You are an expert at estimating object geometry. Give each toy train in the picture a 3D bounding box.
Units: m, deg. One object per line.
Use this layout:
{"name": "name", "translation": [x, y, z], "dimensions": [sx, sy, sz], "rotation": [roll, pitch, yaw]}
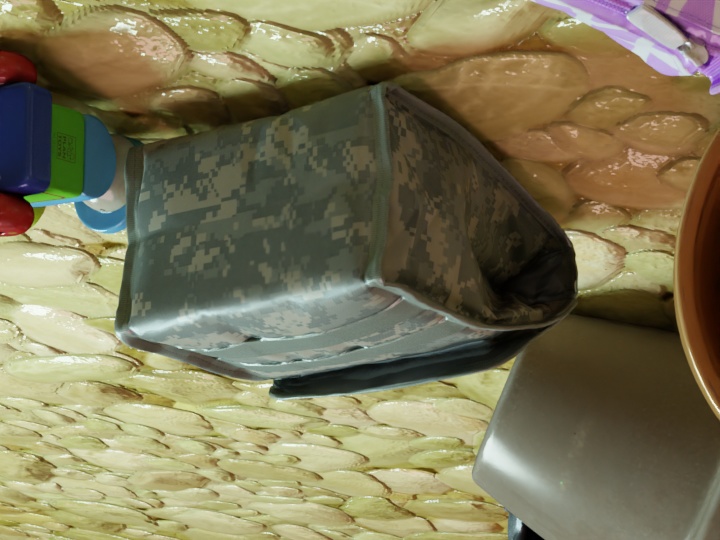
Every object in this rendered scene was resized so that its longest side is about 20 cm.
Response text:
{"name": "toy train", "translation": [-0.210, -0.047, 0.859], "dimensions": [0.199, 0.085, 0.115], "rotation": [-6, 169, 31]}

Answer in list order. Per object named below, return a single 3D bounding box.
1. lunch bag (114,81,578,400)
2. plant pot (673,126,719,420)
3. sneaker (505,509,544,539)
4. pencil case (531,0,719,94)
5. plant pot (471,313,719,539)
{"name": "lunch bag", "translation": [0.000, 0.000, 0.853], "dimensions": [0.163, 0.119, 0.200], "rotation": [-10, 160, 33]}
{"name": "plant pot", "translation": [0.228, 0.007, 0.717], "dimensions": [0.198, 0.202, 0.140], "rotation": [5, 175, 6]}
{"name": "sneaker", "translation": [0.153, 0.186, 1.283], "dimensions": [0.073, 0.113, 0.200], "rotation": [-3, 157, 26]}
{"name": "pencil case", "translation": [0.048, -0.124, 0.557], "dimensions": [0.199, 0.086, 0.084], "rotation": [17, 155, -22]}
{"name": "plant pot", "translation": [0.164, 0.111, 1.015], "dimensions": [0.174, 0.201, 0.200], "rotation": [22, 160, 7]}
